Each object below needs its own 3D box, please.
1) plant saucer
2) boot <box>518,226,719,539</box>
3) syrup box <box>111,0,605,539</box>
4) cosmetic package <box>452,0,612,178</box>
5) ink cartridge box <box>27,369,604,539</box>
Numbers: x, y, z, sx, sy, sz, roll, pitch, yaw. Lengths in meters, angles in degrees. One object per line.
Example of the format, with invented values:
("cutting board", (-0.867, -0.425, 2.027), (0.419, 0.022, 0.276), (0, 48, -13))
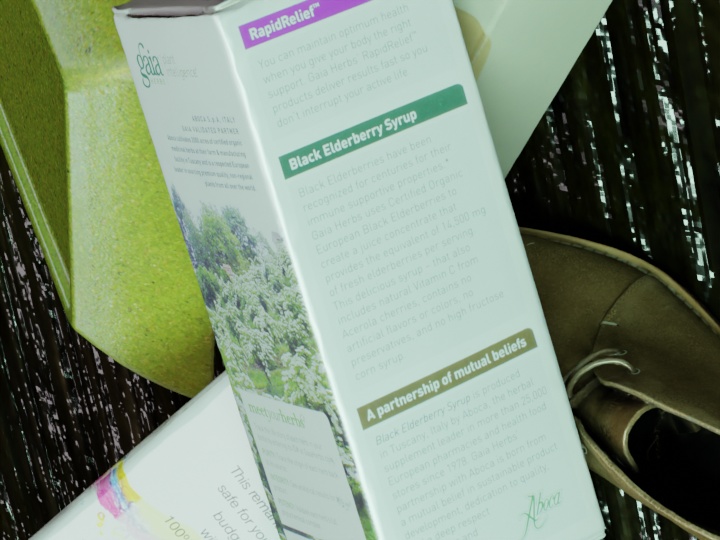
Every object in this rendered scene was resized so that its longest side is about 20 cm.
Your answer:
("plant saucer", (-0.107, -0.076, 0.955), (0.200, 0.048, 0.200), (95, 155, -51))
("boot", (0.083, 0.037, 0.821), (0.200, 0.075, 0.074), (32, 98, 31))
("syrup box", (0.000, 0.000, 0.783), (0.079, 0.081, 0.200), (8, 118, 61))
("cosmetic package", (0.019, -0.096, 0.838), (0.105, 0.071, 0.200), (49, 143, 18))
("ink cartridge box", (-0.030, 0.115, 0.925), (0.200, 0.085, 0.145), (-40, 88, 19))
